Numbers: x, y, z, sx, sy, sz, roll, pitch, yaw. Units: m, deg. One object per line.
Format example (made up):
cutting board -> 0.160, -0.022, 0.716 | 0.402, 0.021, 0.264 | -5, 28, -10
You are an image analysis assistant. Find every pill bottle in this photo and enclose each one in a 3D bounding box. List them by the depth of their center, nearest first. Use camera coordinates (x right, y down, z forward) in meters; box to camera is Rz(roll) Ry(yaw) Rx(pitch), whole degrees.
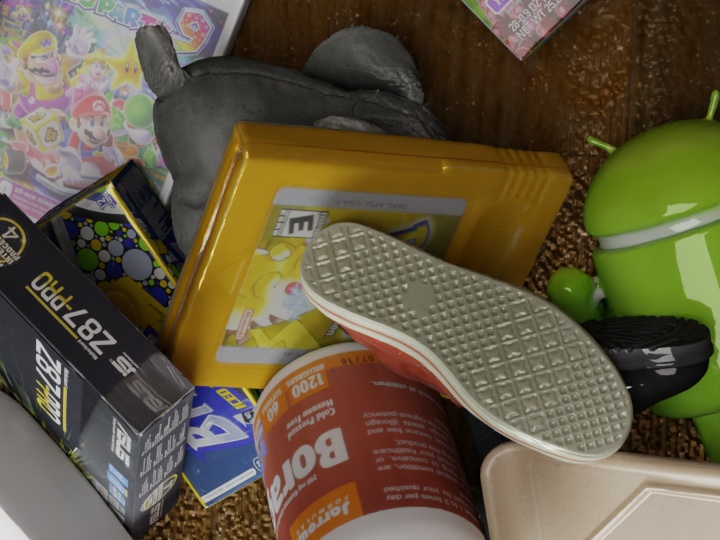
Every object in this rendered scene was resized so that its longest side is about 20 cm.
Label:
pill bottle -> 0.010, 0.143, 1.240 | 0.112, 0.200, 0.112 | -8, 132, -9

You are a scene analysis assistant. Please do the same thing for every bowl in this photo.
bowl -> -0.233, 0.187, 1.376 | 0.200, 0.075, 0.200 | 52, 132, -1

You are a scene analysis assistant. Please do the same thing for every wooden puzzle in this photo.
wooden puzzle -> 0.168, 0.179, 1.184 | 0.200, 0.037, 0.185 | 2, 112, 32

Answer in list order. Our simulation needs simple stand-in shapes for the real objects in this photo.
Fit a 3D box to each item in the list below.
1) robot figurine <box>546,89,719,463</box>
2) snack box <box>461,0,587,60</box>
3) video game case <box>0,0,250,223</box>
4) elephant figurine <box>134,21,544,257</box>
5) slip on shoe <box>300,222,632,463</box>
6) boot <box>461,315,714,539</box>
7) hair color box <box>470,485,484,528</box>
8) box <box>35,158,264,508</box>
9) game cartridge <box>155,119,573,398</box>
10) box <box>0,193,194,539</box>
robot figurine -> 0.196, 0.005, 1.269 | 0.175, 0.116, 0.200 | -19, 95, 10
snack box -> 0.106, -0.247, 1.269 | 0.200, 0.068, 0.169 | -43, 89, 15
video game case -> -0.162, -0.116, 1.376 | 0.143, 0.018, 0.200 | 24, 104, 8
elephant figurine -> -0.008, -0.070, 1.301 | 0.200, 0.155, 0.142 | -10, 75, 9
slip on shoe -> 0.057, 0.040, 1.195 | 0.200, 0.061, 0.074 | 28, 74, 21
boot -> 0.136, 0.129, 1.238 | 0.165, 0.066, 0.200 | -3, 103, 41
hair color box -> 0.020, 0.228, 1.376 | 0.099, 0.061, 0.200 | 8, 101, 11
box -> -0.115, 0.038, 1.358 | 0.070, 0.064, 0.200 | -31, 100, 16
game cartridge -> 0.000, 0.000, 1.268 | 0.200, 0.032, 0.176 | 5, 129, -23
box -> -0.169, 0.061, 1.313 | 0.161, 0.200, 0.049 | 43, 68, 12
